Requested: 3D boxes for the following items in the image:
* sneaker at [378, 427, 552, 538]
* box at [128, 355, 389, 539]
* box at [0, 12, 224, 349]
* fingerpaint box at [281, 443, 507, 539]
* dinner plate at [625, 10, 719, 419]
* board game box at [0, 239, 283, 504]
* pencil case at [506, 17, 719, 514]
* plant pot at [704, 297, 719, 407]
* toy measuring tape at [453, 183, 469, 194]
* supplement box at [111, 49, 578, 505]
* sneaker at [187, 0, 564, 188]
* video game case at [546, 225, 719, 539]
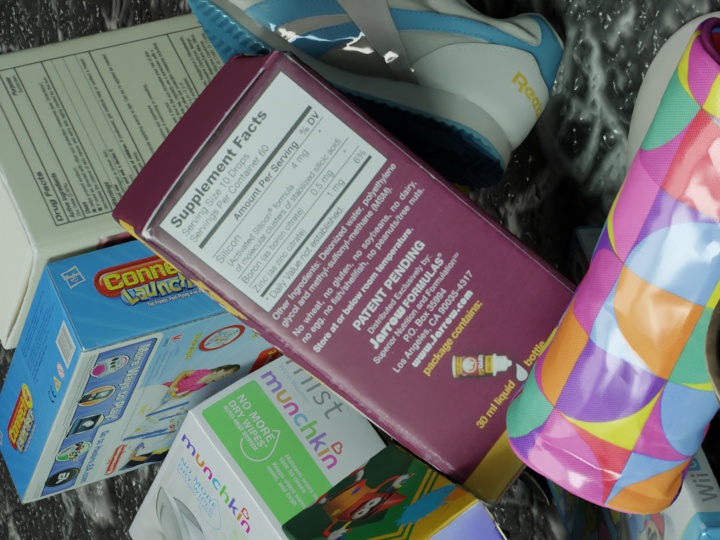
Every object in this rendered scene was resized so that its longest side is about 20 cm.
[{"bbox_3d":[0.018,0.044,1.196,0.200,0.060,0.104,55,175,-29],"label":"sneaker"},{"bbox_3d":[-0.025,0.173,1.345,0.200,0.096,0.177,54,150,14],"label":"box"},{"bbox_3d":[-0.126,-0.056,1.322,0.128,0.199,0.109,63,151,22],"label":"box"},{"bbox_3d":[0.058,0.188,1.039,0.200,0.073,0.167,56,172,-10],"label":"fingerpaint box"},{"bbox_3d":[0.164,-0.008,0.980,0.200,0.024,0.201,41,140,47],"label":"dinner plate"},{"bbox_3d":[-0.096,0.042,1.327,0.056,0.195,0.200,63,152,20],"label":"board game box"},{"bbox_3d":[0.129,-0.002,0.914,0.088,0.088,0.201,49,124,40],"label":"pencil case"},{"bbox_3d":[0.223,0.095,0.775,0.187,0.186,0.201,32,144,54],"label":"plant pot"},{"bbox_3d":[0.018,-0.045,1.193,0.074,0.073,0.201,34,133,53],"label":"toy measuring tape"},{"bbox_3d":[0.000,0.000,1.055,0.200,0.103,0.131,39,177,-12],"label":"supplement box"},{"bbox_3d":[0.004,-0.108,1.115,0.199,0.081,0.077,25,160,28],"label":"sneaker"},{"bbox_3d":[0.120,0.097,1.062,0.200,0.018,0.144,-107,19,-49],"label":"video game case"}]
